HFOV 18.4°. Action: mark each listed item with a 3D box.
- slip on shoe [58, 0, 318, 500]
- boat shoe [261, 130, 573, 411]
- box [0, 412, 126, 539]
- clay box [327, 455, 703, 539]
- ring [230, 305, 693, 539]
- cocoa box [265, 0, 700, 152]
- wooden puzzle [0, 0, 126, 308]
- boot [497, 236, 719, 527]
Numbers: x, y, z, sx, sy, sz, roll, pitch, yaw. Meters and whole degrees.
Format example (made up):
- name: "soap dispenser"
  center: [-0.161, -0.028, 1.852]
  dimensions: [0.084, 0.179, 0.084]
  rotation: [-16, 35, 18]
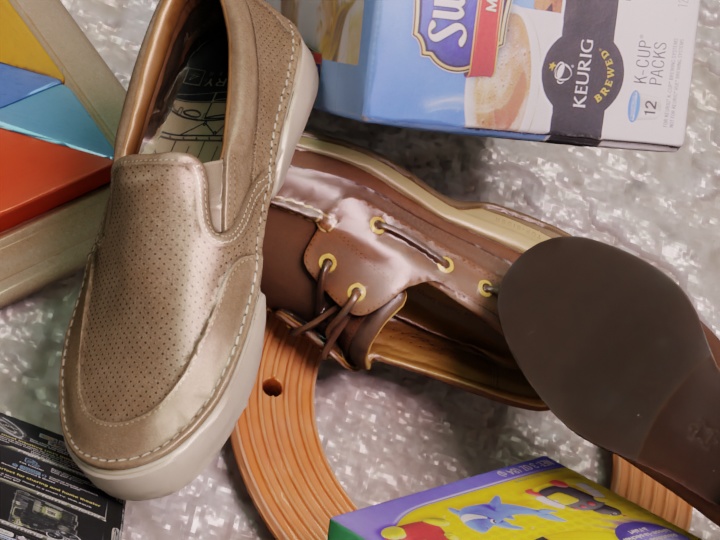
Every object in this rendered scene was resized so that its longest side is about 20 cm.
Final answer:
- name: "slip on shoe"
  center: [-0.065, -0.018, 0.780]
  dimensions: [0.076, 0.061, 0.201]
  rotation: [2, 58, 27]
- name: "boat shoe"
  center: [0.000, 0.000, 0.866]
  dimensions: [0.199, 0.072, 0.068]
  rotation: [18, 50, -12]
- name: "box"
  center: [-0.177, 0.066, 0.727]
  dimensions: [0.199, 0.044, 0.160]
  rotation: [21, 7, -8]
- name: "clay box"
  center: [0.093, 0.129, 0.753]
  dimensions: [0.115, 0.048, 0.200]
  rotation: [-11, 25, -41]
- name: "ring"
  center: [0.041, 0.066, 0.895]
  dimensions: [0.200, 0.019, 0.201]
  rotation: [11, 54, -16]
- name: "cocoa box"
  center: [0.037, -0.124, 0.890]
  dimensions: [0.131, 0.200, 0.134]
  rotation: [4, 97, -19]
- name: "wooden puzzle"
  center: [-0.183, -0.063, 0.881]
  dimensions: [0.200, 0.037, 0.185]
  rotation: [-25, 69, -34]
- name: "boot"
  center: [0.148, 0.085, 0.853]
  dimensions: [0.064, 0.200, 0.186]
  rotation: [-45, 55, 0]
